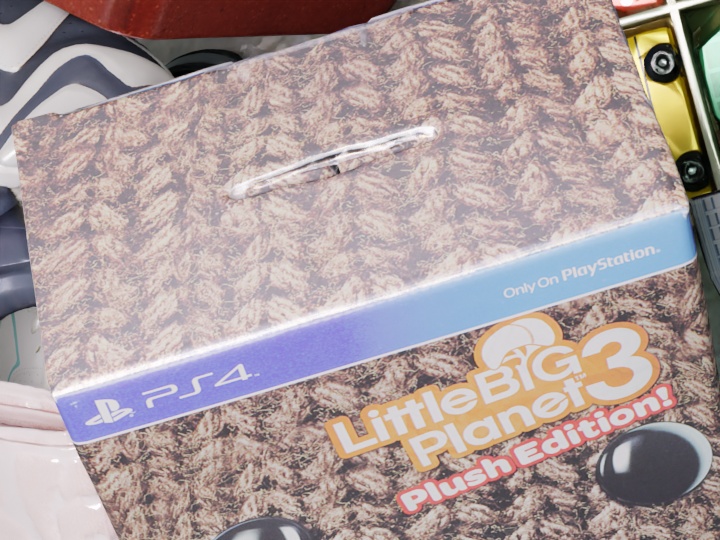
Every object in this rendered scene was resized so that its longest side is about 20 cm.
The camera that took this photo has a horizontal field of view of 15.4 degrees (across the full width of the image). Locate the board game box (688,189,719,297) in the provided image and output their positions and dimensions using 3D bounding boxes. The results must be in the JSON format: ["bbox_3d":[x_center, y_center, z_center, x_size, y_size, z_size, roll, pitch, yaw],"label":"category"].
[{"bbox_3d":[0.180,-0.007,0.752,0.199,0.200,0.062,-18,83,29],"label":"board game box"}]

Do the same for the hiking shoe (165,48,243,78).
[{"bbox_3d":[0.000,0.000,0.828,0.199,0.087,0.075,22,119,18],"label":"hiking shoe"}]

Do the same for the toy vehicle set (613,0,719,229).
[{"bbox_3d":[0.113,-0.118,0.836,0.123,0.026,0.202,-16,85,15],"label":"toy vehicle set"}]

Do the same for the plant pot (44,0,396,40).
[{"bbox_3d":[-0.055,-0.174,0.794,0.199,0.199,0.178,26,109,28],"label":"plant pot"}]

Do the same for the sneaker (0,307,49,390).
[{"bbox_3d":[-0.087,0.021,0.846,0.070,0.080,0.202,-8,69,-15],"label":"sneaker"}]

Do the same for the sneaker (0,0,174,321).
[{"bbox_3d":[-0.145,-0.027,0.774,0.198,0.130,0.080,-27,123,5],"label":"sneaker"}]

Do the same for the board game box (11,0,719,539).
[{"bbox_3d":[0.014,0.038,0.718,0.158,0.201,0.097,-17,47,2],"label":"board game box"}]

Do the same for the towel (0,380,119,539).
[{"bbox_3d":[-0.119,0.115,0.818,0.190,0.032,0.201,13,126,42],"label":"towel"}]
